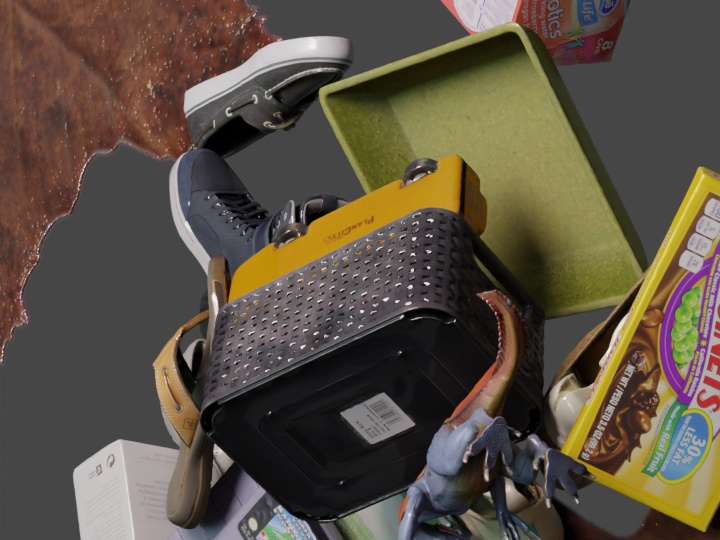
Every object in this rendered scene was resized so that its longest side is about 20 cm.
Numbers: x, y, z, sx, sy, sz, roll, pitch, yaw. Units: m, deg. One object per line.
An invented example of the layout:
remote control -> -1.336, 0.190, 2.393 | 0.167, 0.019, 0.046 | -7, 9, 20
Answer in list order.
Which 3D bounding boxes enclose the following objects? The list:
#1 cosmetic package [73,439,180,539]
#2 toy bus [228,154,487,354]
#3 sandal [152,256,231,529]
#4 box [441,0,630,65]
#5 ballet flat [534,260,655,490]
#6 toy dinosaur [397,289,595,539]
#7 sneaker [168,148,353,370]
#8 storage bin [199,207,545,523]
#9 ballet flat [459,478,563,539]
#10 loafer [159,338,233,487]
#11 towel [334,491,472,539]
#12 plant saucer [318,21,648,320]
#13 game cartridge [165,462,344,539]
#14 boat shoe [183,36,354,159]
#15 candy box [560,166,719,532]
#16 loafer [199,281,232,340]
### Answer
cosmetic package -> -0.151, 0.237, 1.776 | 0.074, 0.101, 0.201 | -35, 53, 39
toy bus -> 0.000, 0.000, 1.557 | 0.199, 0.078, 0.065 | -25, 35, 26
sandal -> -0.123, 0.087, 1.645 | 0.082, 0.054, 0.201 | -101, 22, -64
box -> 0.100, -0.233, 1.600 | 0.200, 0.094, 0.103 | 53, 138, 44
ballet flat -> 0.162, 0.063, 1.469 | 0.068, 0.072, 0.200 | 44, 115, 15
toy dinosaur -> 0.074, 0.127, 1.463 | 0.181, 0.104, 0.202 | 163, 115, -67
sneaker -> -0.069, -0.039, 1.764 | 0.146, 0.076, 0.203 | -51, 54, 43
storage bin -> 0.009, 0.065, 1.510 | 0.199, 0.135, 0.094 | -25, 36, 27
ballet flat -> 0.067, 0.124, 1.571 | 0.200, 0.069, 0.070 | 42, 111, 44
loafer -> -0.099, 0.128, 1.765 | 0.200, 0.069, 0.070 | 51, 131, 46
towel -> -0.001, 0.220, 1.665 | 0.201, 0.031, 0.149 | -62, 39, 20
plant saucer -> 0.091, -0.063, 1.555 | 0.199, 0.048, 0.201 | -14, 108, 47
game cartridge -> -0.054, 0.232, 1.647 | 0.130, 0.038, 0.201 | -52, 58, 31
boat shoe -> -0.069, -0.133, 1.819 | 0.199, 0.068, 0.057 | -19, 73, 52
candy box -> 0.207, 0.049, 1.411 | 0.026, 0.102, 0.201 | -83, 17, -76
loafer -> -0.027, 0.049, 1.665 | 0.199, 0.070, 0.069 | 12, 97, 33
